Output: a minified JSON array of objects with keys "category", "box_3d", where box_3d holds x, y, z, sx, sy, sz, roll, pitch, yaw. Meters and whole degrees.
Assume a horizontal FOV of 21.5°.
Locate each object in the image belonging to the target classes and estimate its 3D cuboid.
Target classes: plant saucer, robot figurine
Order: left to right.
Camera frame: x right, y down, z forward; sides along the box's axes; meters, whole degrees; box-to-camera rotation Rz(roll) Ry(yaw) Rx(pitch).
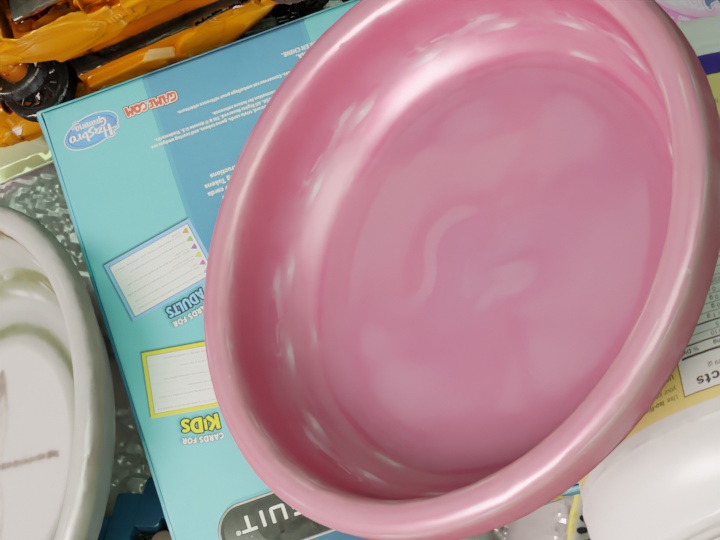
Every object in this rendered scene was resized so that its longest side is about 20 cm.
[{"category":"plant saucer","box_3d":[-0.147,0.076,0.738,0.050,0.200,0.201,14,78,-41]},{"category":"robot figurine","box_3d":[-0.080,-0.112,0.712,0.199,0.145,0.058,-24,74,7]},{"category":"plant saucer","box_3d":[0.036,-0.007,0.621,0.200,0.051,0.201,-18,61,36]}]

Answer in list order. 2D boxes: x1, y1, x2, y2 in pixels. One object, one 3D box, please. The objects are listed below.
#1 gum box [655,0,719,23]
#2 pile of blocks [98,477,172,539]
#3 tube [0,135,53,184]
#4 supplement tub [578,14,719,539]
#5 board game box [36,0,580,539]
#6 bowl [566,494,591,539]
[{"category":"gum box","box_3d":[0.122,-0.110,0.770,0.199,0.114,0.066,19,81,4]},{"category":"pile of blocks","box_3d":[-0.053,0.112,0.769,0.200,0.062,0.082,-29,49,-1]},{"category":"tube","box_3d":[-0.205,-0.121,0.814,0.058,0.052,0.201,-29,83,38]},{"category":"supplement tub","box_3d":[0.140,0.029,0.651,0.145,0.146,0.201,-8,61,0]},{"category":"board game box","box_3d":[-0.018,0.012,0.712,0.151,0.047,0.201,-19,80,2]},{"category":"bowl","box_3d":[0.182,0.126,0.728,0.200,0.094,0.201,-4,61,8]}]
